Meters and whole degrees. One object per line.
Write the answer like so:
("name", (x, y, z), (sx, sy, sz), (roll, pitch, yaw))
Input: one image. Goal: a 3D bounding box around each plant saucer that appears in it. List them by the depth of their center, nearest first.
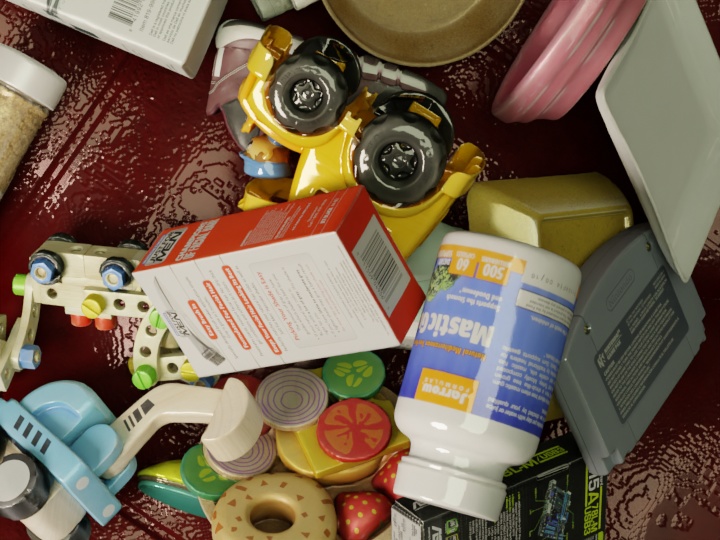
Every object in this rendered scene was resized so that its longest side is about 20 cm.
("plant saucer", (0.180, -0.198, 1.559), (0.051, 0.201, 0.201), (33, 87, -6))
("plant saucer", (0.173, 0.021, 1.577), (0.200, 0.048, 0.201), (-8, 92, -50))
("plant saucer", (0.049, -0.271, 1.599), (0.199, 0.035, 0.201), (-4, 102, -17))

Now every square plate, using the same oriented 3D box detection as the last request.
("square plate", (0.251, -0.126, 1.572), (0.199, 0.028, 0.200), (61, 41, -32))

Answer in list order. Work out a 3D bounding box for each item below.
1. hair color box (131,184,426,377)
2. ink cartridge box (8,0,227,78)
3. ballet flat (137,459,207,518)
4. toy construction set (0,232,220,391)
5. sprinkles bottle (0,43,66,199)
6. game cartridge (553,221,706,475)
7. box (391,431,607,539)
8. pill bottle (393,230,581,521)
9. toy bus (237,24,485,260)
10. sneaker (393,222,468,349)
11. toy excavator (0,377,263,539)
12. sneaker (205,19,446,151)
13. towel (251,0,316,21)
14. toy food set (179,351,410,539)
("hair color box", (-0.063, 0.011, 1.477), (0.199, 0.064, 0.111), (-11, 122, 33))
("ink cartridge box", (-0.201, -0.262, 1.556), (0.199, 0.083, 0.147), (23, 89, 2))
("ballet flat", (-0.087, 0.189, 1.607), (0.199, 0.067, 0.067), (24, 67, -9))
("toy construction set", (-0.215, 0.043, 1.576), (0.199, 0.092, 0.132), (-1, 116, 0))
("sprinkles bottle", (-0.315, -0.084, 1.566), (0.068, 0.068, 0.201), (30, 88, -6))
("game cartridge", (0.212, 0.052, 1.557), (0.200, 0.041, 0.134), (-47, 117, -41))
("box", (0.114, 0.249, 1.558), (0.193, 0.047, 0.201), (-19, 120, -33))
("pill bottle", (0.089, 0.080, 1.442), (0.112, 0.112, 0.201), (17, 82, -7))
("toy bus", (-0.029, -0.072, 1.519), (0.200, 0.136, 0.192), (33, 107, -3))
("sneaker", (0.000, 0.000, 1.611), (0.199, 0.074, 0.119), (6, 76, 1))
("toy excavator", (-0.202, 0.133, 1.530), (0.194, 0.100, 0.200), (33, 75, 37))
("sneaker", (-0.035, -0.130, 1.605), (0.199, 0.076, 0.116), (17, 94, 3))
("towel", (-0.044, -0.332, 1.613), (0.199, 0.035, 0.193), (-30, 94, -5))
("toy food set", (-0.042, 0.152, 1.546), (0.199, 0.049, 0.198), (-19, 51, -13))
